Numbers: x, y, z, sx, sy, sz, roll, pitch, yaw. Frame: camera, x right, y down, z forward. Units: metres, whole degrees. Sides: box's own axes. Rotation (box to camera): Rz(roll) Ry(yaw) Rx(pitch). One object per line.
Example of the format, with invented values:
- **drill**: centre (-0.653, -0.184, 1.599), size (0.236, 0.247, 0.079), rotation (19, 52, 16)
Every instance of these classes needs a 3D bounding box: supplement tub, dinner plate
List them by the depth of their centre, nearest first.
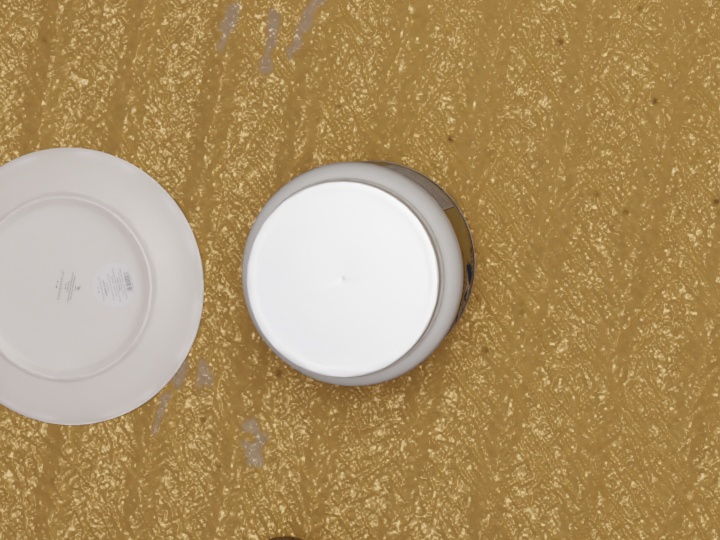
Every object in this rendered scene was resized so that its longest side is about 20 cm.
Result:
- **supplement tub**: centre (0.000, 0.000, 1.410), size (0.144, 0.200, 0.146), rotation (0, 94, 7)
- **dinner plate**: centre (-0.212, 0.012, 1.526), size (0.199, 0.024, 0.202), rotation (0, 94, 6)

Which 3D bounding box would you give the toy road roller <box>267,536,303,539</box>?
- **toy road roller**: centre (0.015, 0.259, 1.469), size (0.145, 0.123, 0.201), rotation (-29, 90, -7)
